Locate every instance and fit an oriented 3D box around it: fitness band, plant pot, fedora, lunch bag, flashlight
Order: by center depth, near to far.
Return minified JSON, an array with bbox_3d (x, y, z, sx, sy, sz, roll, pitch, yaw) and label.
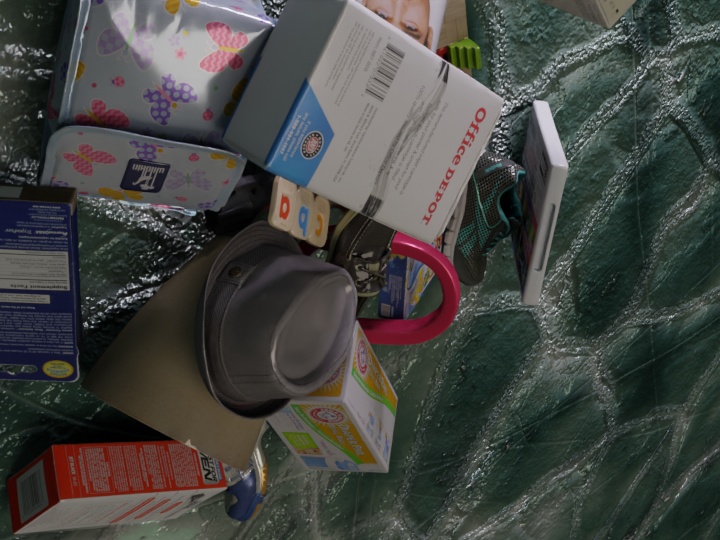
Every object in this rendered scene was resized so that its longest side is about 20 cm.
[{"bbox_3d":[-0.175,-0.146,0.854,0.169,0.127,0.200,10,115,-24],"label":"lunch bag"},{"bbox_3d":[-0.065,0.047,0.938,0.200,0.090,0.177,-47,128,-46],"label":"fedora"},{"bbox_3d":[-0.151,0.073,1.024,0.187,0.187,0.200,40,75,-48],"label":"plant pot"},{"bbox_3d":[-0.070,-0.085,1.058,0.200,0.068,0.068,-20,104,-25],"label":"flashlight"},{"bbox_3d":[0.012,0.017,1.118,0.037,0.199,0.144,-68,157,-53],"label":"fitness band"}]

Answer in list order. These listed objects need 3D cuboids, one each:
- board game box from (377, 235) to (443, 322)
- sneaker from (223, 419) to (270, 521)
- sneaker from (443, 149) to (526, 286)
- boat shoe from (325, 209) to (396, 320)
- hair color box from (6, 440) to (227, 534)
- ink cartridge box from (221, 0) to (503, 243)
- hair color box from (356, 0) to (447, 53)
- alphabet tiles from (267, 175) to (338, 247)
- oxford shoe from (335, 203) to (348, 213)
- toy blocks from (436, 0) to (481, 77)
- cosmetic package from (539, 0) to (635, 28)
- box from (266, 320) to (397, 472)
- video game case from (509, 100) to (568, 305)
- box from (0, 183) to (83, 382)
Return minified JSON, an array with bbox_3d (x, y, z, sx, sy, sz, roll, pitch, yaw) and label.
[{"bbox_3d":[0.063,-0.058,1.162,0.135,0.034,0.201,-52,151,-51],"label":"board game box"},{"bbox_3d":[-0.158,0.208,1.182,0.088,0.075,0.201,-6,113,-29],"label":"sneaker"},{"bbox_3d":[0.156,-0.057,1.235,0.078,0.091,0.200,-44,145,-42],"label":"sneaker"},{"bbox_3d":[-0.001,0.000,1.033,0.072,0.066,0.201,-8,145,-38],"label":"boat shoe"},{"bbox_3d":[-0.258,0.228,1.072,0.200,0.064,0.111,8,147,-43],"label":"hair color box"},{"bbox_3d":[0.007,-0.126,0.845,0.200,0.084,0.145,23,97,-41],"label":"ink cartridge box"},{"bbox_3d":[0.027,-0.262,0.944,0.099,0.061,0.201,18,79,-30],"label":"hair color box"},{"bbox_3d":[-0.049,-0.127,0.953,0.200,0.015,0.196,25,71,-68],"label":"alphabet tiles"},{"bbox_3d":[0.009,-0.104,0.983,0.200,0.075,0.071,56,43,-57],"label":"oxford shoe"},{"bbox_3d":[0.045,-0.210,1.059,0.136,0.100,0.200,-23,131,-12],"label":"toy blocks"},{"bbox_3d":[0.203,-0.332,1.018,0.105,0.200,0.071,-48,137,-5],"label":"cosmetic package"},{"bbox_3d":[-0.035,0.149,1.163,0.200,0.112,0.102,64,30,-53],"label":"box"},{"bbox_3d":[0.213,-0.086,1.219,0.023,0.200,0.183,6,120,-1],"label":"video game case"},{"bbox_3d":[-0.312,0.014,0.890,0.121,0.032,0.200,3,124,-9],"label":"box"}]
